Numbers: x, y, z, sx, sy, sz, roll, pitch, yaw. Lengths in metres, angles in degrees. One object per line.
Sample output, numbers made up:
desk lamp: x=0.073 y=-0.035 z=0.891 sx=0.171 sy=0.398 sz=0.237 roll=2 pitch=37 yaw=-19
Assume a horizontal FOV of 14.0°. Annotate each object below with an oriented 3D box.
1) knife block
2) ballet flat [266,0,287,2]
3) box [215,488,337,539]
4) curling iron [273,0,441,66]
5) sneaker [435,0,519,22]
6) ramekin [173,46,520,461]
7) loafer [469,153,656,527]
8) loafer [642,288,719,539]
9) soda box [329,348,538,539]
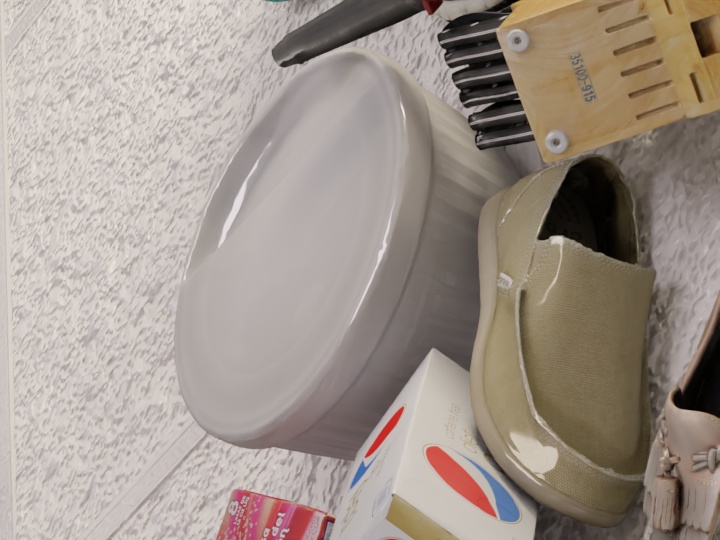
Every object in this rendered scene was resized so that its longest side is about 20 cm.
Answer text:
knife block: x=0.128 y=-0.108 z=1.308 sx=0.199 sy=0.064 sz=0.176 roll=-18 pitch=11 yaw=18
ballet flat: x=-0.012 y=-0.209 z=1.628 sx=0.068 sy=0.068 sz=0.200 roll=-57 pitch=11 yaw=-25
box: x=-0.030 y=0.211 z=1.328 sx=0.095 sy=0.099 sz=0.201 roll=7 pitch=77 yaw=61
curling iron: x=0.040 y=-0.134 z=1.365 sx=0.200 sy=0.050 sz=0.026 roll=-25 pitch=76 yaw=30
sneaker: x=0.050 y=-0.173 z=1.454 sx=0.200 sy=0.077 sz=0.085 roll=13 pitch=123 yaw=61
ramekin: x=0.000 y=0.000 z=1.432 sx=0.202 sy=0.094 sz=0.203 roll=-38 pitch=40 yaw=42
loafer: x=0.092 y=0.022 z=1.278 sx=0.068 sy=0.075 sz=0.200 roll=-52 pitch=31 yaw=37
loafer: x=0.148 y=0.047 z=1.176 sx=0.072 sy=0.063 sz=0.201 roll=29 pitch=96 yaw=61
soda box: x=0.032 y=0.102 z=1.245 sx=0.064 sy=0.068 sz=0.200 roll=-55 pitch=4 yaw=17
